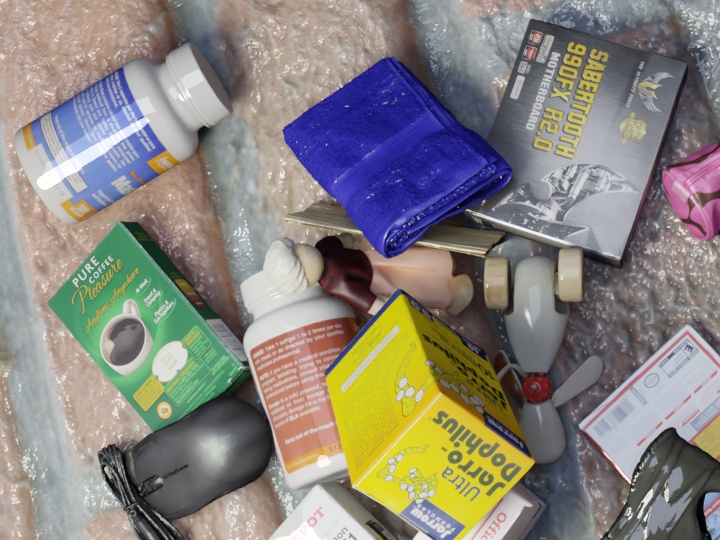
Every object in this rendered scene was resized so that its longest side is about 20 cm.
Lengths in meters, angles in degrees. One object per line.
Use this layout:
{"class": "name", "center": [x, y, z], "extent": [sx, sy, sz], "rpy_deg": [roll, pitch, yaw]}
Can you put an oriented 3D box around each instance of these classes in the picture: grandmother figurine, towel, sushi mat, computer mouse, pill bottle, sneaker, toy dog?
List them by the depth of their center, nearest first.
{"class": "sneaker", "center": [0.262, 0.244, 1.440], "extent": [0.090, 0.076, 0.201], "rpy_deg": [28, 103, 13]}
{"class": "grandmother figurine", "center": [0.000, 0.000, 1.490], "extent": [0.121, 0.199, 0.061], "rpy_deg": [46, 124, 51]}
{"class": "toy dog", "center": [0.164, 0.067, 1.504], "extent": [0.131, 0.096, 0.201], "rpy_deg": [19, 101, 11]}
{"class": "towel", "center": [0.030, -0.114, 1.515], "extent": [0.147, 0.050, 0.200], "rpy_deg": [-32, 50, -11]}
{"class": "pill bottle", "center": [-0.044, 0.096, 1.519], "extent": [0.112, 0.112, 0.201], "rpy_deg": [-20, 79, 9]}
{"class": "computer mouse", "center": [-0.166, 0.193, 1.521], "extent": [0.200, 0.053, 0.139], "rpy_deg": [-36, 83, 29]}
{"class": "sushi mat", "center": [0.033, -0.040, 1.532], "extent": [0.199, 0.096, 0.012], "rpy_deg": [10, 104, 13]}
{"class": "pill bottle", "center": [-0.231, -0.140, 1.595], "extent": [0.199, 0.112, 0.112], "rpy_deg": [-30, 77, 7]}

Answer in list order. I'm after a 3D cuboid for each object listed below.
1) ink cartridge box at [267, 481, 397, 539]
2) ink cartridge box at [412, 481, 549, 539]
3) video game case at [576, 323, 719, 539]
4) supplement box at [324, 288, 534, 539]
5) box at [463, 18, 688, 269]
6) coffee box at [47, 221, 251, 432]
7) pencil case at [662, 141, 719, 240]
{"class": "ink cartridge box", "center": [-0.007, 0.316, 1.494], "extent": [0.200, 0.086, 0.148], "rpy_deg": [42, 92, 13]}
{"class": "ink cartridge box", "center": [0.099, 0.233, 1.423], "extent": [0.068, 0.200, 0.116], "rpy_deg": [36, 90, 14]}
{"class": "video game case", "center": [0.317, 0.169, 1.479], "extent": [0.143, 0.017, 0.200], "rpy_deg": [-43, 76, 3]}
{"class": "supplement box", "center": [0.054, 0.122, 1.371], "extent": [0.109, 0.200, 0.110], "rpy_deg": [36, 104, -22]}
{"class": "box", "center": [0.203, -0.120, 1.523], "extent": [0.158, 0.048, 0.201], "rpy_deg": [19, 82, 15]}
{"class": "coffee box", "center": [-0.203, 0.062, 1.582], "extent": [0.200, 0.044, 0.123], "rpy_deg": [47, 108, 15]}
{"class": "pencil case", "center": [0.372, -0.108, 1.468], "extent": [0.199, 0.094, 0.091], "rpy_deg": [-33, 77, 7]}
